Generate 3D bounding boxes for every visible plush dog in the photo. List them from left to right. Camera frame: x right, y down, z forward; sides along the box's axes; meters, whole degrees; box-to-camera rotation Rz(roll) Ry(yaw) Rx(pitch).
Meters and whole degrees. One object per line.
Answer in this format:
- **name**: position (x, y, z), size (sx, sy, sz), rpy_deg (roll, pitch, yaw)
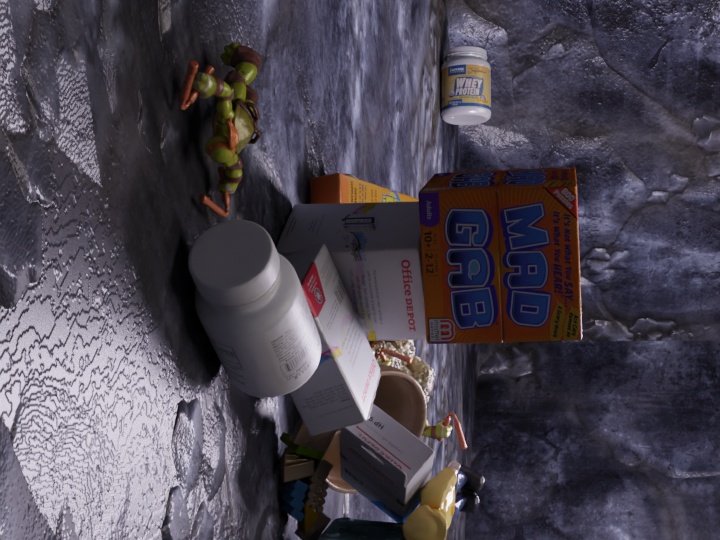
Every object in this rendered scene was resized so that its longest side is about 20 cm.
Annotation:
- **plush dog**: position (0.029, 0.146, 2.002), size (0.172, 0.160, 0.200), rpy_deg (-29, 124, -56)

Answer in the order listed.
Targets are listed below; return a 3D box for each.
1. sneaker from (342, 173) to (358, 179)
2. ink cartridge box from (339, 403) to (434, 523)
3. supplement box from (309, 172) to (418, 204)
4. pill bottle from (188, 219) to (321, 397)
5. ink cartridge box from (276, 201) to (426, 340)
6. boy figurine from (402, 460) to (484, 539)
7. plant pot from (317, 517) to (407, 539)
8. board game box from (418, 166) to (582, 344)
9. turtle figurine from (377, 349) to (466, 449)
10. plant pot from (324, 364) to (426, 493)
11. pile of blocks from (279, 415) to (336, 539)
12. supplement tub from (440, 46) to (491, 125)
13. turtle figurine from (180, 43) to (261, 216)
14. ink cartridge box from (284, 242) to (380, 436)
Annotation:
- **sneaker**: position (-0.023, -0.055, 1.870), size (0.080, 0.076, 0.200), rpy_deg (-2, 90, -70)
- **ink cartridge box**: position (0.035, 0.256, 1.595), size (0.067, 0.116, 0.200), rpy_deg (-46, 160, -23)
- **supplement box**: position (0.010, -0.097, 1.821), size (0.200, 0.069, 0.067), rpy_deg (13, 73, -49)
- **pill bottle**: position (-0.115, 0.040, 1.261), size (0.200, 0.114, 0.115), rpy_deg (74, 18, -53)
- **ink cartridge box**: position (0.000, 0.000, 1.630), size (0.145, 0.200, 0.147), rpy_deg (-73, 159, -57)
- **boy figurine**: position (0.113, 0.323, 1.612), size (0.200, 0.064, 0.125), rpy_deg (-20, 125, -69)
- **plant pot**: position (0.008, 0.447, 1.596), size (0.196, 0.196, 0.200), rpy_deg (-6, 99, -79)
- **board game box**: position (0.191, -0.024, 1.572), size (0.200, 0.199, 0.200), rpy_deg (-50, 137, -75)
- **turtle figurine**: position (0.075, 0.227, 1.861), size (0.064, 0.200, 0.161), rpy_deg (-38, 170, -27)
- **plant pot**: position (-0.007, 0.220, 1.742), size (0.093, 0.201, 0.201), rpy_deg (35, -38, 48)
- **pile of blocks**: position (-0.083, 0.271, 1.587), size (0.062, 0.082, 0.200), rpy_deg (26, -64, 53)
- **supplement tub**: position (0.303, -0.531, 3.392), size (0.145, 0.144, 0.200), rpy_deg (31, 58, -77)
- **turtle figurine**: position (-0.139, -0.171, 1.259), size (0.161, 0.064, 0.200), rpy_deg (-82, 167, -45)
- **ink cartridge box**: position (-0.055, 0.088, 1.508), size (0.148, 0.085, 0.200), rpy_deg (-67, 137, -66)
